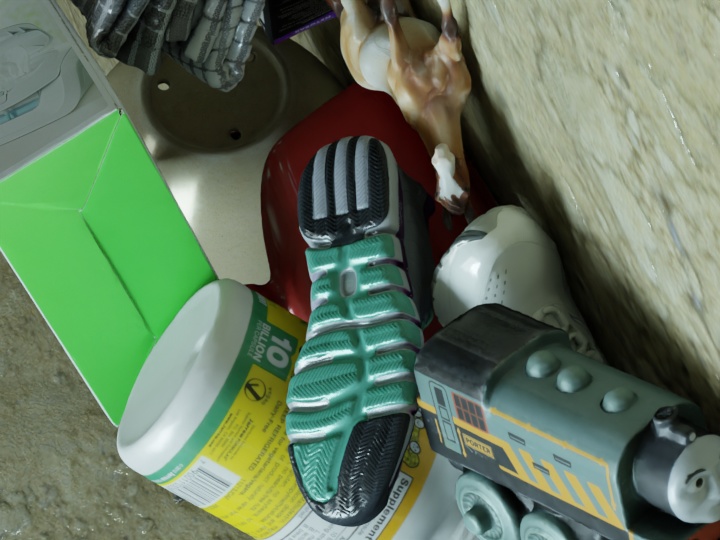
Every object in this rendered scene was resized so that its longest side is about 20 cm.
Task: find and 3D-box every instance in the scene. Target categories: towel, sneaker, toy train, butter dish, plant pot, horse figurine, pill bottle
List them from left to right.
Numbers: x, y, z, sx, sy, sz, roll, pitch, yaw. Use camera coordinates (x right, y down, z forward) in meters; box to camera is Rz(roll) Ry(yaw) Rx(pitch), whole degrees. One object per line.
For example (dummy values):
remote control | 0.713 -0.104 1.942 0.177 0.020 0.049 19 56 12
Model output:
towel | -0.107 -0.215 1.528 0.166 0.086 0.200 46 123 49
plant pot | -0.087 -0.076 1.761 0.200 0.200 0.135 60 166 25
pill bottle | -0.017 0.098 1.515 0.200 0.113 0.113 31 180 -15
butter dish | 0.000 0.000 1.607 0.200 0.148 0.199 59 171 27
horse figurine | 0.015 -0.125 1.483 0.200 0.050 0.133 50 161 52
sneaker | 0.015 0.035 1.455 0.088 0.074 0.200 27 -119 -54
sneaker | 0.099 0.045 1.463 0.087 0.074 0.200 39 163 43
toy train | 0.106 0.091 1.355 0.200 0.085 0.114 25 140 48

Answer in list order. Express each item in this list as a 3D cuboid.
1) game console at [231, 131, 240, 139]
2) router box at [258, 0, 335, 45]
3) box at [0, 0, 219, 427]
game console | -0.074 0.006 1.893 0.119 0.200 0.172 58 170 29
router box | -0.078 -0.246 1.672 0.200 0.051 0.149 62 173 13
box | -0.160 -0.050 1.561 0.177 0.097 0.200 54 174 43
